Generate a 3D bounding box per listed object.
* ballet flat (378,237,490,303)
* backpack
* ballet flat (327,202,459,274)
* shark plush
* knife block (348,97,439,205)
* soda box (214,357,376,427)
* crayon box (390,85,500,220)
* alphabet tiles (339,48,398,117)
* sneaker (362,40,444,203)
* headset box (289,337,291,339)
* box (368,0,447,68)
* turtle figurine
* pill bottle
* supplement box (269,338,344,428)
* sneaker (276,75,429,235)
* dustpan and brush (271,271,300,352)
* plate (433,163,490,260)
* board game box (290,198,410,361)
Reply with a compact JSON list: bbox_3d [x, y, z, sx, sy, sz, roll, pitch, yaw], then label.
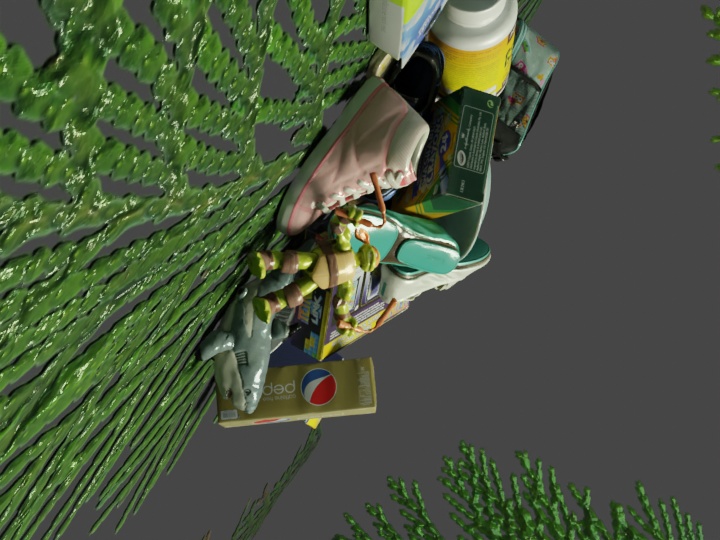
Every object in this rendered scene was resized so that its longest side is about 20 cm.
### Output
[{"bbox_3d":[0.091,0.000,1.526,0.199,0.069,0.070,-16,142,-46],"label":"ballet flat"},{"bbox_3d":[0.193,-0.270,1.712,0.201,0.153,0.176,-54,-170,-18],"label":"backpack"},{"bbox_3d":[0.030,-0.043,1.388,0.198,0.071,0.068,15,117,-37],"label":"ballet flat"},{"bbox_3d":[-0.105,0.055,1.323,0.201,0.083,0.091,-58,173,-13],"label":"shark plush"},{"bbox_3d":[0.052,-0.160,1.600,0.177,0.064,0.200,-56,172,-9],"label":"knife block"},{"bbox_3d":[-0.080,0.153,1.467,0.068,0.197,0.065,88,-3,-78],"label":"soda box"},{"bbox_3d":[0.091,-0.131,1.393,0.200,0.051,0.128,165,-63,-70],"label":"crayon box"},{"bbox_3d":[0.020,-0.209,1.386,0.196,0.014,0.201,-54,172,-34],"label":"alphabet tiles"},{"bbox_3d":[0.040,-0.169,1.354,0.078,0.069,0.202,-51,162,-75],"label":"sneaker"},{"bbox_3d":[-0.045,0.023,1.648,0.150,0.074,0.200,-60,173,7],"label":"headset box"},{"bbox_3d":[0.057,-0.293,1.146,0.123,0.047,0.200,-57,173,-11],"label":"box"},{"bbox_3d":[-0.041,-0.011,1.271,0.159,0.064,0.202,-13,126,-22],"label":"turtle figurine"},{"bbox_3d":[0.131,-0.287,1.405,0.110,0.108,0.200,-56,167,-16],"label":"pill bottle"},{"bbox_3d":[-0.091,0.159,1.759,0.110,0.108,0.200,-58,173,-7],"label":"supplement box"},{"bbox_3d":[-0.002,-0.102,1.278,0.201,0.104,0.075,-53,173,2],"label":"sneaker"},{"bbox_3d":[-0.074,0.024,1.488,0.202,0.057,0.140,-62,170,-14],"label":"dustpan and brush"},{"bbox_3d":[0.122,-0.111,1.455,0.200,0.025,0.204,-179,-90,-70],"label":"plate"},{"bbox_3d":[0.000,0.000,1.488,0.199,0.056,0.167,-27,136,-49],"label":"board game box"}]
